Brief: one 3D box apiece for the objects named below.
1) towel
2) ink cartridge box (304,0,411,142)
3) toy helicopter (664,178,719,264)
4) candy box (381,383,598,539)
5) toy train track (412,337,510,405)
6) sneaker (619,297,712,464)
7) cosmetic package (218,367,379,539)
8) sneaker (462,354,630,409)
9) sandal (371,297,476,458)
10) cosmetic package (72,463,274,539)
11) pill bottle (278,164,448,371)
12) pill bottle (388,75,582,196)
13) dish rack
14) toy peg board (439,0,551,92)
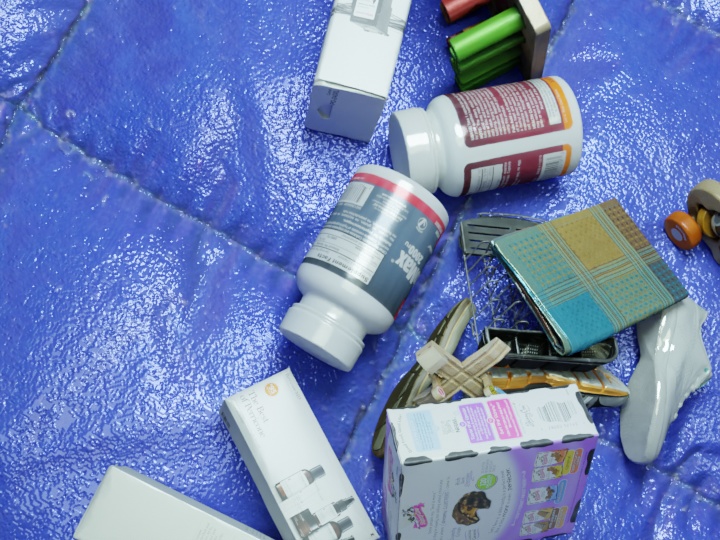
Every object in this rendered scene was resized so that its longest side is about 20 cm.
[{"bbox_3d":[0.249,0.002,1.064,0.199,0.022,0.147,-19,66,-32],"label":"towel"},{"bbox_3d":[0.004,-0.263,1.099,0.082,0.145,0.202,14,77,-4],"label":"ink cartridge box"},{"bbox_3d":[0.443,-0.019,1.104,0.079,0.132,0.201,-34,84,-12],"label":"toy helicopter"},{"bbox_3d":[0.124,0.207,0.996,0.197,0.169,0.072,-6,42,-9],"label":"candy box"},{"bbox_3d":[0.132,0.137,1.005,0.114,0.033,0.199,-40,123,23],"label":"toy train track"},{"bbox_3d":[0.351,0.123,1.101,0.088,0.075,0.202,19,76,-14],"label":"sneaker"},{"bbox_3d":[-0.066,0.210,1.025,0.082,0.051,0.201,-24,75,-26],"label":"cosmetic package"},{"bbox_3d":[0.201,0.137,1.084,0.197,0.078,0.078,4,109,-12],"label":"sneaker"},{"bbox_3d":[0.079,0.122,1.069,0.054,0.080,0.201,36,72,-6],"label":"sandal"},{"bbox_3d":[-0.177,0.273,0.989,0.198,0.113,0.082,25,76,1],"label":"cosmetic package"},{"bbox_3d":[0.000,0.000,1.059,0.119,0.120,0.201,30,78,1],"label":"pill bottle"},{"bbox_3d":[0.138,-0.147,1.107,0.198,0.114,0.116,-11,80,-9],"label":"pill bottle"},{"bbox_3d":[0.186,0.017,1.075,0.152,0.055,0.202,6,57,-18],"label":"dish rack"},{"bbox_3d":[0.121,-0.305,1.104,0.097,0.200,0.201,-26,82,4],"label":"toy peg board"}]
